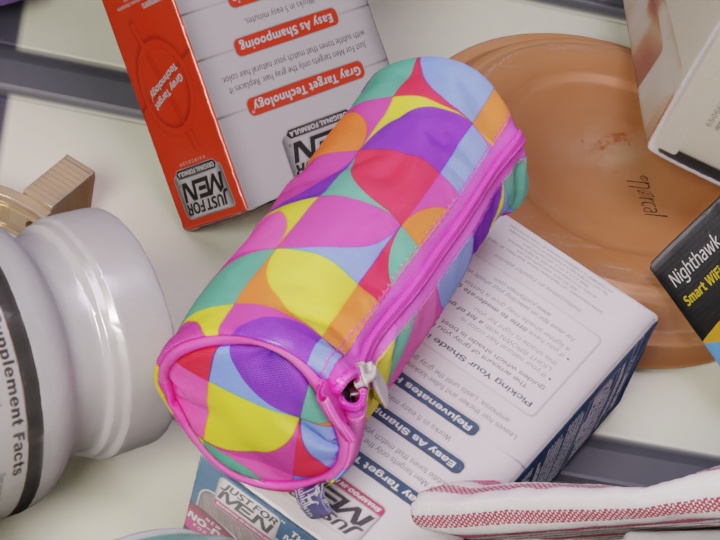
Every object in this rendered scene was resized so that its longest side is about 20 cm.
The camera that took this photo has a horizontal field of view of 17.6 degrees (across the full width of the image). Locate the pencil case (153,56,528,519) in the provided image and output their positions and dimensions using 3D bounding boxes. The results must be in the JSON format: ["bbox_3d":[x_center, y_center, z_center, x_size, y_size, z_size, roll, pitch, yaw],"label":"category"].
[{"bbox_3d":[0.000,0.000,0.892,0.088,0.089,0.200,27,46,5],"label":"pencil case"}]

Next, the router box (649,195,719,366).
[{"bbox_3d":[0.223,0.002,0.951,0.051,0.200,0.150,-26,75,-36],"label":"router box"}]

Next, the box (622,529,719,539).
[{"bbox_3d":[0.179,0.168,0.857,0.198,0.125,0.098,1,49,-18],"label":"box"}]

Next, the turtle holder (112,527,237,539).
[{"bbox_3d":[-0.072,0.156,0.789,0.184,0.142,0.132,-8,19,27],"label":"turtle holder"}]

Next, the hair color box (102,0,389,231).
[{"bbox_3d":[-0.059,-0.130,1.017,0.101,0.061,0.201,-22,94,-34],"label":"hair color box"}]

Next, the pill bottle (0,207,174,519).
[{"bbox_3d":[-0.174,0.044,0.849,0.199,0.117,0.117,-16,56,-31],"label":"pill bottle"}]

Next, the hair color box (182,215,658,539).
[{"bbox_3d":[0.026,0.063,0.942,0.100,0.061,0.200,34,47,15],"label":"hair color box"}]

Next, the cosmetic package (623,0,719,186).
[{"bbox_3d":[0.188,-0.120,1.110,0.103,0.088,0.201,23,31,-11],"label":"cosmetic package"}]

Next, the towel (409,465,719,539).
[{"bbox_3d":[0.133,0.083,0.870,0.199,0.146,0.030,8,76,-47],"label":"towel"}]

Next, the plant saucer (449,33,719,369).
[{"bbox_3d":[0.116,-0.041,1.090,0.199,0.032,0.201,10,47,-11],"label":"plant saucer"}]

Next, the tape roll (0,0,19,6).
[{"bbox_3d":[-0.213,-0.213,1.074,0.198,0.085,0.201,14,38,-11],"label":"tape roll"}]

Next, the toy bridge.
[{"bbox_3d":[-0.212,-0.069,1.001,0.199,0.027,0.067,33,47,13],"label":"toy bridge"}]
